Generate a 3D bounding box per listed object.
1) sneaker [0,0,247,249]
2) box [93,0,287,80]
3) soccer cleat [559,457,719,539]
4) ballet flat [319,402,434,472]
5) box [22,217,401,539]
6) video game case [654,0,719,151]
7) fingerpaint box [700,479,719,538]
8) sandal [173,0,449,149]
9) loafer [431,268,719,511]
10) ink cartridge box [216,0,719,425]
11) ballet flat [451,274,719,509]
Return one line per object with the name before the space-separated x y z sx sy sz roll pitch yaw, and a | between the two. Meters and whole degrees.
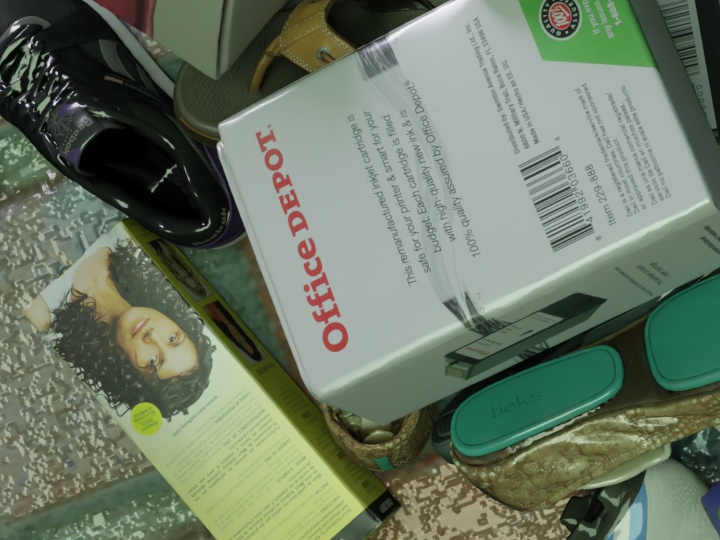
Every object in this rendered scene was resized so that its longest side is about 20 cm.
sneaker | -0.136 -0.084 1.336 0.200 0.088 0.076 35 102 7
box | -0.109 -0.208 1.279 0.200 0.109 0.128 32 65 10
soccer cleat | 0.111 0.181 1.317 0.086 0.070 0.200 30 107 -8
ballet flat | 0.000 0.000 1.322 0.070 0.065 0.200 -13 92 4
box | -0.074 0.070 1.357 0.075 0.050 0.200 -43 86 14
video game case | 0.197 -0.156 1.250 0.181 0.026 0.200 -13 74 18
fingerpaint box | 0.286 0.097 1.233 0.167 0.073 0.200 39 103 -21
sandal | 0.006 -0.106 1.302 0.200 0.055 0.082 -4 56 12
loafer | 0.126 0.041 1.308 0.200 0.072 0.063 -38 106 20
ink cartridge box | 0.055 -0.039 1.220 0.200 0.084 0.146 -26 69 16
ballet flat | 0.138 0.055 1.236 0.200 0.071 0.065 -22 131 22
